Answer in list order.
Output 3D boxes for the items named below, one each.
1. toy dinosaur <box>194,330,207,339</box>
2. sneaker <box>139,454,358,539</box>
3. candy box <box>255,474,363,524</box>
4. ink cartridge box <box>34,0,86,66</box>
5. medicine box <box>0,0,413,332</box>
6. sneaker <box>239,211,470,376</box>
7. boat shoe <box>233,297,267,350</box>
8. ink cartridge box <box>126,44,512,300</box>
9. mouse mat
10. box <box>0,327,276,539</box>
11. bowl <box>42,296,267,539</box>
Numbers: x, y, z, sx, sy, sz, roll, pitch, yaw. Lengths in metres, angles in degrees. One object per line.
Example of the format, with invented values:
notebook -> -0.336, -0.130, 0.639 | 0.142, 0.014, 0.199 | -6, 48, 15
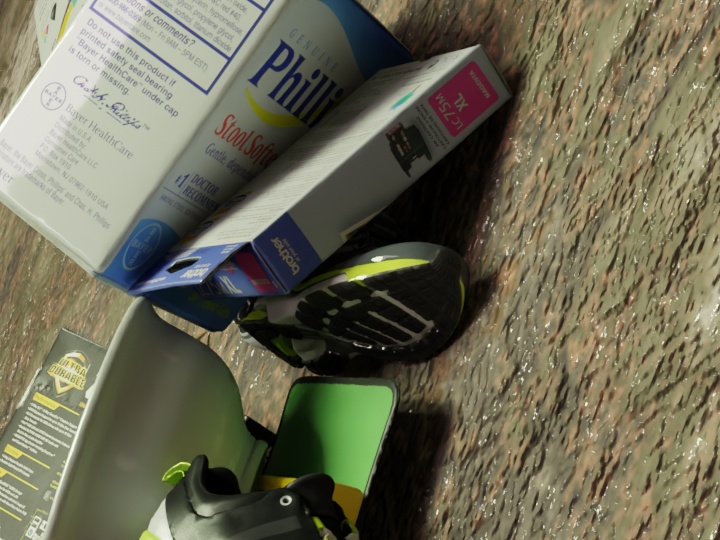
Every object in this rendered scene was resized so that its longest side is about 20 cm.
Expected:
toy dinosaur -> -0.138, 0.127, 1.678 | 0.106, 0.060, 0.201 | 6, 76, 71
sneaker -> -0.027, 0.134, 1.254 | 0.199, 0.072, 0.083 | 17, 82, 36
candy box -> -0.054, 0.200, 1.337 | 0.102, 0.026, 0.201 | -6, 66, 66
ink cartridge box -> -0.117, -0.164, 1.768 | 0.147, 0.145, 0.200 | -62, 22, 22
medicine box -> -0.088, -0.087, 1.492 | 0.201, 0.103, 0.182 | -54, -22, 2
sneaker -> 0.000, 0.000, 1.423 | 0.200, 0.074, 0.081 | -12, 52, 62
boat shoe -> -0.048, -0.056, 1.602 | 0.070, 0.066, 0.201 | 8, 79, 70
ink cartridge box -> -0.023, -0.040, 1.412 | 0.200, 0.042, 0.119 | -39, 13, -22
mouse mat -> -0.036, 0.150, 1.387 | 0.161, 0.007, 0.201 | -4, 69, 69
box -> -0.146, 0.135, 1.571 | 0.199, 0.049, 0.160 | 20, 78, 49
bowl -> -0.104, 0.123, 1.406 | 0.201, 0.090, 0.202 | 18, -90, -88
